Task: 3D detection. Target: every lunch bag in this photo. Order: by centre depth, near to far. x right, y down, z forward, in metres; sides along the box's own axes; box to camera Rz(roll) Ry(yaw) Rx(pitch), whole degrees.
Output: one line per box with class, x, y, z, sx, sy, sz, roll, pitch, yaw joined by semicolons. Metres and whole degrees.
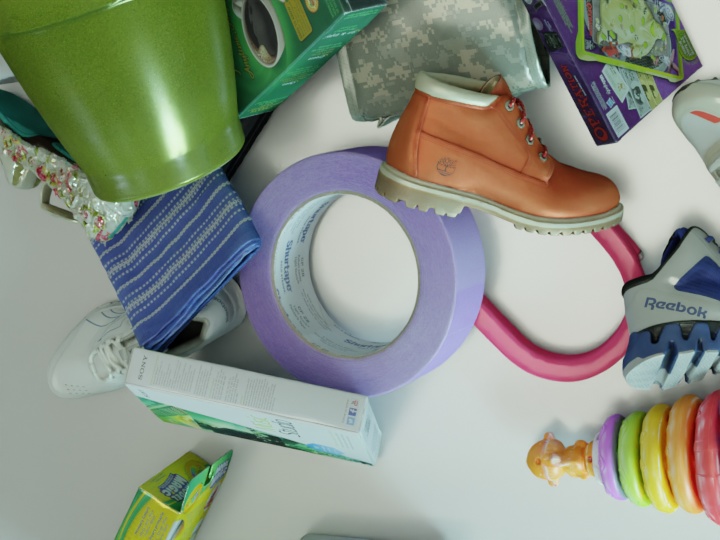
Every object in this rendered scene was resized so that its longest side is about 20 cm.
lunch bag;0.058;-0.221;1.166;0.162;0.118;0.202;-8;92;15

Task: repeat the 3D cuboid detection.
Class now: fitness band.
fitness band;0.147;-0.002;1.223;0.200;0.037;0.144;47;110;4

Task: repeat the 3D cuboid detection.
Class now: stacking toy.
stacking toy;0.229;0.153;1.201;0.198;0.110;0.117;-6;91;27

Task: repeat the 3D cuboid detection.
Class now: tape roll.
tape roll;0.000;0.000;1.225;0.198;0.066;0.202;4;99;26

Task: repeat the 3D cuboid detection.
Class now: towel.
towel;-0.171;-0.044;1.253;0.145;0.024;0.201;-44;55;17

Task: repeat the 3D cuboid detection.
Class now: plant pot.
plant pot;-0.181;-0.165;1.153;0.198;0.201;0.194;-12;112;16

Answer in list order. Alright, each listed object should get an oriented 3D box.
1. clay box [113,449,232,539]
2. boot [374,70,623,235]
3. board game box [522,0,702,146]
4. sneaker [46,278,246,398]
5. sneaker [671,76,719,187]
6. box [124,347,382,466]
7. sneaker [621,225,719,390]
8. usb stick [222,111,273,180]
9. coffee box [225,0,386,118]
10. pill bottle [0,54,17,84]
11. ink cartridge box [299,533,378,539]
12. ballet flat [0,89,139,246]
clay box;-0.185;0.245;1.307;0.047;0.115;0.201;28;104;9
boot;0.119;-0.089;1.125;0.198;0.075;0.108;11;105;-17
board game box;0.176;-0.210;1.120;0.120;0.032;0.201;-37;107;-26
sneaker;-0.197;0.060;1.294;0.199;0.087;0.075;-27;98;19
sneaker;0.309;-0.061;1.130;0.199;0.093;0.070;41;148;2
box;-0.085;0.116;1.241;0.198;0.144;0.037;12;74;10
sneaker;0.288;0.019;1.151;0.197;0.081;0.116;-5;64;-10
usb stick;-0.104;-0.138;1.265;0.055;0.033;0.201;36;106;8
coffee box;-0.063;-0.212;1.149;0.200;0.044;0.124;-35;76;56
pill bottle;-0.293;-0.265;1.251;0.113;0.114;0.202;-11;96;16
ink cartridge box;0.008;0.340;1.288;0.143;0.084;0.202;2;101;14
ballet flat;-0.269;-0.087;1.274;0.199;0.075;0.064;35;107;31
